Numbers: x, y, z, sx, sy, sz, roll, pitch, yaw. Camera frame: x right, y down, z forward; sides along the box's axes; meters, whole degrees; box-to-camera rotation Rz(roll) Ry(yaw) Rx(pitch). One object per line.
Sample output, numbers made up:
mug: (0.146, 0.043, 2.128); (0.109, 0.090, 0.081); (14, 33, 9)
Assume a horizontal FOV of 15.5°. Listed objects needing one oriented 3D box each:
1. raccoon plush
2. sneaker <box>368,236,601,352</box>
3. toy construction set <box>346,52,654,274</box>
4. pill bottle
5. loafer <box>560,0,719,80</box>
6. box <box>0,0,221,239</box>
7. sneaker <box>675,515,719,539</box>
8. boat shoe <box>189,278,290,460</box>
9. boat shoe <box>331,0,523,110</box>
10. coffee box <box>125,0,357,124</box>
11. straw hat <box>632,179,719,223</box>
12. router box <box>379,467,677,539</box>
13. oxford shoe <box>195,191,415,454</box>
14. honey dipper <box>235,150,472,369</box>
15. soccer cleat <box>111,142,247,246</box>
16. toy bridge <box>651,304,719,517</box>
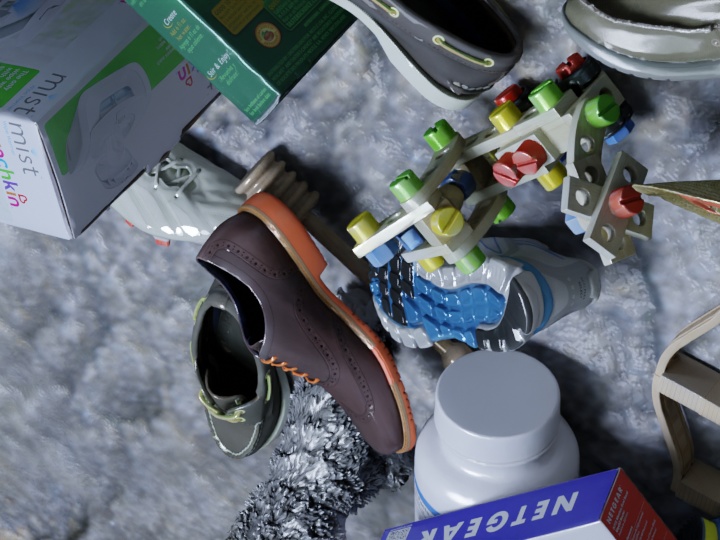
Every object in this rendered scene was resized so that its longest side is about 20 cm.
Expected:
raccoon plush: (-0.042, 0.119, 1.839); (0.096, 0.134, 0.201); (14, 134, 32)
sneaker: (0.079, 0.010, 1.684); (0.200, 0.086, 0.075); (15, 115, 56)
toy construction set: (0.094, -0.056, 1.558); (0.199, 0.131, 0.092); (-3, 126, 47)
pill bottle: (0.092, 0.151, 1.776); (0.112, 0.112, 0.201); (23, 138, 22)
loafer: (0.205, -0.145, 1.438); (0.199, 0.075, 0.070); (9, 127, 22)
box: (-0.202, -0.124, 1.694); (0.176, 0.200, 0.097); (13, 134, 33)
sneaker: (0.226, 0.222, 1.768); (0.078, 0.066, 0.200); (14, 152, -11)
boat shoe: (-0.090, 0.070, 1.894); (0.072, 0.060, 0.202); (27, 140, 18)
boat shoe: (0.012, -0.183, 1.563); (0.201, 0.072, 0.061); (42, 138, -11)
coffee box: (-0.095, -0.198, 1.597); (0.200, 0.123, 0.044); (42, 145, -3)
straw hat: (0.254, -0.056, 1.446); (0.200, 0.086, 0.201); (17, 180, 0)
router box: (0.131, 0.225, 1.708); (0.199, 0.049, 0.180); (-18, 120, 38)
oxford shoe: (-0.037, 0.049, 1.746); (0.200, 0.072, 0.071); (55, 156, -9)
honey dipper: (0.000, 0.000, 1.775); (0.200, 0.038, 0.038); (43, 142, -7)
soccer cleat: (-0.155, -0.076, 1.810); (0.199, 0.069, 0.078); (24, 136, 26)
toy bridge: (0.218, 0.077, 1.664); (0.067, 0.027, 0.201); (28, 140, 17)
